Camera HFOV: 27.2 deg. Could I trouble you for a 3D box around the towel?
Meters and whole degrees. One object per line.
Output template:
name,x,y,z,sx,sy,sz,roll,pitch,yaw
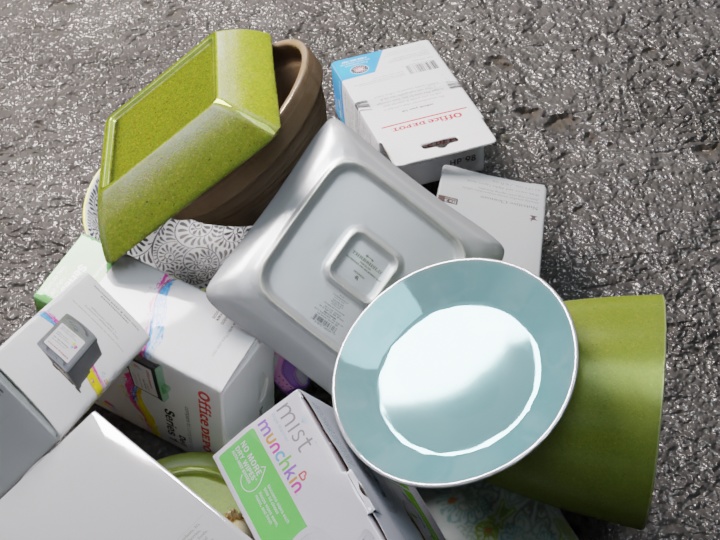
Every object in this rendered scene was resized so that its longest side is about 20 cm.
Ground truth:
towel,0.082,0.233,1.295,0.198,0.048,0.172,-21,56,-16

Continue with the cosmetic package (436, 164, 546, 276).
cosmetic package,0.113,-0.008,1.412,0.111,0.082,0.201,11,34,0

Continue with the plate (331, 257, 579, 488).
plate,0.074,0.080,1.149,0.197,0.026,0.202,-11,54,16

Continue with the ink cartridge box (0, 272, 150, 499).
ink cartridge box,-0.269,0.105,1.185,0.086,0.147,0.200,44,22,-6

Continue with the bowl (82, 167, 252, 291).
bowl,-0.166,-0.033,1.453,0.197,0.095,0.203,1,54,-1

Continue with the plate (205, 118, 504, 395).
plate,0.000,0.000,1.279,0.199,0.032,0.201,37,77,-4

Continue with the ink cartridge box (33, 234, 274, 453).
ink cartridge box,-0.182,0.076,1.339,0.198,0.146,0.084,25,57,15

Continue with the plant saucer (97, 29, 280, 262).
plant saucer,-0.165,-0.128,1.332,0.199,0.048,0.201,-36,31,16

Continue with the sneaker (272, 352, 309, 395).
sneaker,-0.027,0.055,1.406,0.199,0.080,0.089,-30,83,-40

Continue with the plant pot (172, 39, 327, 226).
plant pot,-0.095,-0.109,1.370,0.200,0.093,0.202,-34,29,22

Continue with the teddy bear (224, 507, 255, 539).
teddy bear,-0.155,0.250,1.188,0.146,0.199,0.067,58,21,-5

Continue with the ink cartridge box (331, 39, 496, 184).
ink cartridge box,0.054,-0.150,1.539,0.114,0.067,0.201,-14,42,-12

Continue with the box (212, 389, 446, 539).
box,0.000,0.215,1.170,0.096,0.176,0.201,-37,61,10

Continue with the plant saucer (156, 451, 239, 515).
plant saucer,-0.145,0.245,1.264,0.197,0.031,0.203,-1,63,3

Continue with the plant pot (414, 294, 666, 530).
plant pot,0.140,0.104,1.217,0.197,0.188,0.189,6,53,7

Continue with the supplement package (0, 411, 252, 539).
supplement package,-0.154,0.220,1.058,0.199,0.120,0.121,33,65,32
